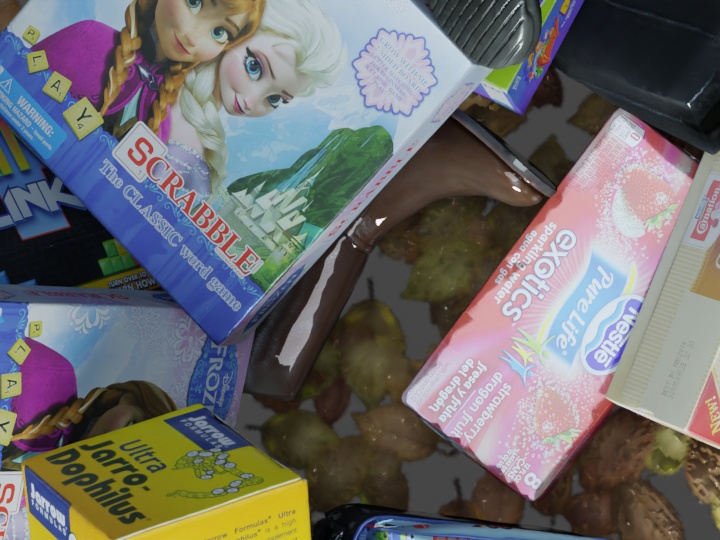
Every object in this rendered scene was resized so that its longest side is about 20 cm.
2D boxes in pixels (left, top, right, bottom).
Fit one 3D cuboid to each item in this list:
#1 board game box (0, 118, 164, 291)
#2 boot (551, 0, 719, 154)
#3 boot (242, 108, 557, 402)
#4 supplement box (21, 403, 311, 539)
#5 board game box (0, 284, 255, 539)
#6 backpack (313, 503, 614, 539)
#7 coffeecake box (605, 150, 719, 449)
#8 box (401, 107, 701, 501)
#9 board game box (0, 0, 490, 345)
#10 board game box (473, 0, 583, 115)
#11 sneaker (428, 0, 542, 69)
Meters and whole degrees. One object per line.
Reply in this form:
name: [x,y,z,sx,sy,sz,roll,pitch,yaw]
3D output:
board game box: [-0.196,-0.040,1.456,0.057,0.200,0.166,-31,83,39]
boot: [0.167,-0.160,1.419,0.066,0.200,0.165,34,88,-34]
boot: [0.000,0.000,1.459,0.064,0.186,0.201,35,87,-36]
supplement box: [-0.093,0.189,1.368,0.109,0.109,0.201,-16,116,-28]
board game box: [-0.154,0.109,1.400,0.041,0.199,0.201,20,102,42]
backpack: [0.054,0.232,1.415,0.181,0.134,0.202,9,86,-12]
coffeecake box: [0.245,0.034,1.401,0.199,0.073,0.154,23,89,-33]
box: [0.119,0.021,1.459,0.095,0.100,0.200,37,90,8]
board game box: [-0.070,-0.102,1.380,0.200,0.041,0.200,45,104,9]
board game box: [0.029,-0.187,1.422,0.199,0.045,0.135,27,85,19]
sneaker: [0.068,-0.189,1.340,0.088,0.074,0.201,1,60,-33]
